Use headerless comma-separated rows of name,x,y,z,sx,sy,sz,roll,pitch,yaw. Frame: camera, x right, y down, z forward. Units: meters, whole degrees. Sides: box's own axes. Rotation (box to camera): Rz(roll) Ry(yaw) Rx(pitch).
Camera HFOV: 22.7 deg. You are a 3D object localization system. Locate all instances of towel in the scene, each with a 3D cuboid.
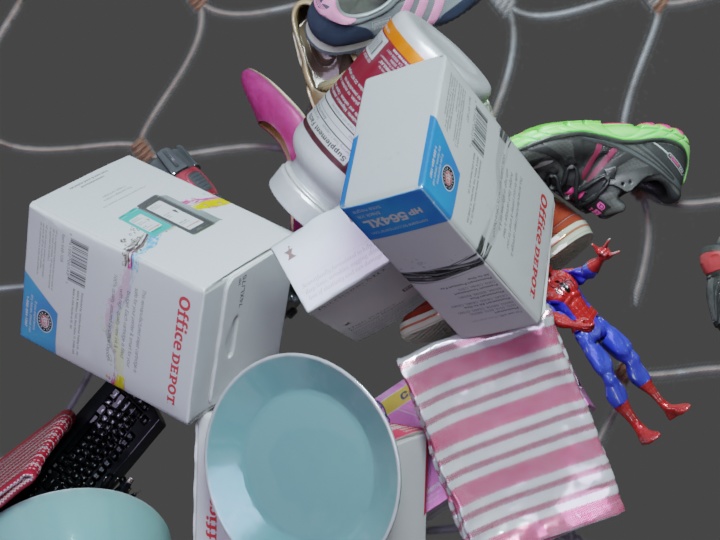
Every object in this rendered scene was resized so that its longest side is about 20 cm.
towel,-0.334,0.200,1.656,0.145,0.200,0.022,-38,98,8
towel,0.132,0.143,1.557,0.146,0.030,0.200,-21,94,-4

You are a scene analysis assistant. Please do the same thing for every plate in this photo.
plate,-0.047,0.169,1.535,0.200,0.026,0.201,2,94,31

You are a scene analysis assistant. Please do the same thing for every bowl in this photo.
bowl,-0.257,0.301,1.606,0.201,0.201,0.105,-33,42,6

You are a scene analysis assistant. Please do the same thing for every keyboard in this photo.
keyboard,-0.267,0.200,1.721,0.104,0.040,0.200,40,93,17

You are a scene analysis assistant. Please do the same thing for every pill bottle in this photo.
pill bottle,0.014,-0.125,1.609,0.113,0.113,0.200,47,106,16

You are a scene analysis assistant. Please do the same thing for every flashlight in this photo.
flashlight,-0.135,-0.028,1.717,0.068,0.068,0.200,-39,79,-6

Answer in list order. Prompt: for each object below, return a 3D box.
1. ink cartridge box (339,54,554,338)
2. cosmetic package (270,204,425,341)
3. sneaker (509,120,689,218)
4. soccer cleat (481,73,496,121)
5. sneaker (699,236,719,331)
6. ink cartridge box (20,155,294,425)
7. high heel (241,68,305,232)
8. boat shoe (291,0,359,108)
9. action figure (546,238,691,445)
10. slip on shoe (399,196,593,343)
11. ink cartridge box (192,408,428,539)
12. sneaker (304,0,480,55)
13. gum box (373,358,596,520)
ink cartridge box,0.078,-0.058,1.507,0.084,0.200,0.146,-14,47,30
cosmetic package,0.000,0.000,1.605,0.102,0.200,0.074,-32,77,7
sneaker,0.204,-0.089,1.609,0.200,0.077,0.084,-1,82,-10
soccer cleat,0.101,-0.144,1.676,0.078,0.069,0.200,-38,77,-15
sneaker,0.398,0.025,1.575,0.200,0.071,0.098,3,81,16
ink cartridge box,-0.185,0.014,1.637,0.200,0.146,0.147,26,124,23
high heel,-0.076,-0.095,1.710,0.096,0.067,0.200,-36,87,-4
boat shoe,-0.018,-0.165,1.707,0.071,0.065,0.200,-29,76,7
action figure,0.219,0.053,1.574,0.065,0.099,0.200,-39,87,-24
slip on shoe,0.118,0.002,1.647,0.200,0.074,0.061,-35,70,0
ink cartridge box,-0.046,0.203,1.602,0.200,0.084,0.145,6,99,31
sneaker,0.044,-0.265,1.673,0.200,0.082,0.070,-26,71,-17
gum box,0.108,0.126,1.628,0.200,0.066,0.114,-34,76,6
